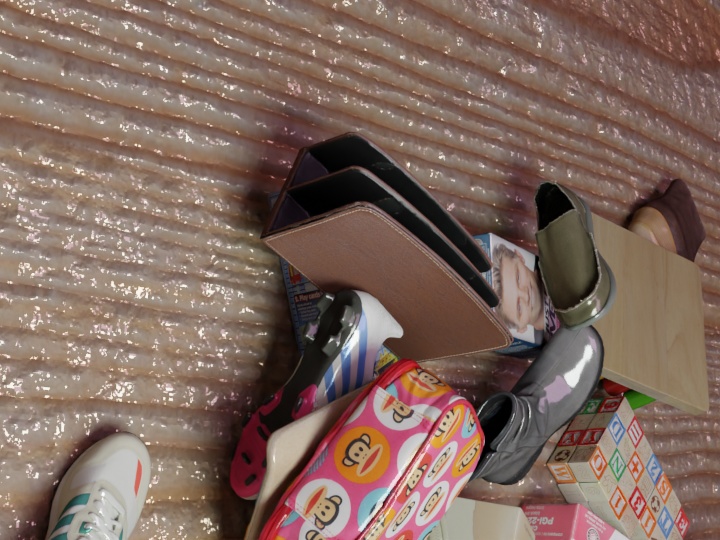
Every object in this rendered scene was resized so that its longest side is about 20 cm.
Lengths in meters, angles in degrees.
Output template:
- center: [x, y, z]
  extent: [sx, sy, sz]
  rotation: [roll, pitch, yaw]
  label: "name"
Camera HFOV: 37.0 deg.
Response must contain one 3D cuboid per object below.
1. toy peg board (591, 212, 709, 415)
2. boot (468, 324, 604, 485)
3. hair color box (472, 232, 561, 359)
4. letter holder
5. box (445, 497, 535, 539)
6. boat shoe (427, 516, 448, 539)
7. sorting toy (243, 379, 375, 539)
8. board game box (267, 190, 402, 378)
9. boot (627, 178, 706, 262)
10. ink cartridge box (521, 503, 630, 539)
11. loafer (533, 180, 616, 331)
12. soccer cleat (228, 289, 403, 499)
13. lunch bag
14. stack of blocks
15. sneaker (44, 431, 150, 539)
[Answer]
- center: [0.309, 0.064, 1.296]
  extent: [0.197, 0.098, 0.202]
  rotation: [22, 56, -23]
  label: "toy peg board"
- center: [0.169, 0.133, 1.076]
  extent: [0.202, 0.069, 0.131]
  rotation: [-61, 151, 3]
  label: "boot"
- center: [0.156, 0.032, 1.138]
  extent: [0.199, 0.060, 0.101]
  rotation: [18, 67, -56]
  label: "hair color box"
- center: [0.041, -0.021, 0.922]
  extent: [0.200, 0.141, 0.101]
  rotation: [41, 55, -29]
  label: "letter holder"
- center: [0.105, 0.329, 1.021]
  extent: [0.095, 0.077, 0.202]
  rotation: [58, 41, -55]
  label: "box"
- center: [0.049, 0.197, 1.034]
  extent: [0.071, 0.068, 0.202]
  rotation: [4, 64, -5]
  label: "boat shoe"
- center: [-0.033, 0.186, 0.907]
  extent: [0.184, 0.036, 0.202]
  rotation: [-22, 135, -45]
  label: "sorting toy"
- center: [0.000, 0.000, 1.020]
  extent: [0.199, 0.061, 0.202]
  rotation: [-31, 103, -44]
  label: "board game box"
- center: [0.437, -0.008, 1.449]
  extent: [0.166, 0.072, 0.202]
  rotation: [-36, 103, -41]
  label: "boot"
- center: [0.220, 0.369, 1.142]
  extent: [0.145, 0.084, 0.202]
  rotation: [38, 56, -33]
  label: "ink cartridge box"
- center: [0.211, -0.020, 1.126]
  extent: [0.070, 0.075, 0.201]
  rotation: [42, 27, -32]
  label: "loafer"
- center: [-0.033, 0.113, 0.908]
  extent: [0.086, 0.070, 0.201]
  rotation: [29, 94, -38]
  label: "soccer cleat"
- center: [0.019, 0.184, 0.863]
  extent: [0.200, 0.082, 0.177]
  rotation: [-50, 150, -12]
  label: "lunch bag"
- center: [0.309, 0.265, 1.271]
  extent: [0.115, 0.058, 0.201]
  rotation: [-47, 114, -40]
  label: "stack of blocks"
- center: [-0.191, 0.204, 0.761]
  extent: [0.070, 0.093, 0.201]
  rotation: [48, 52, -26]
  label: "sneaker"
